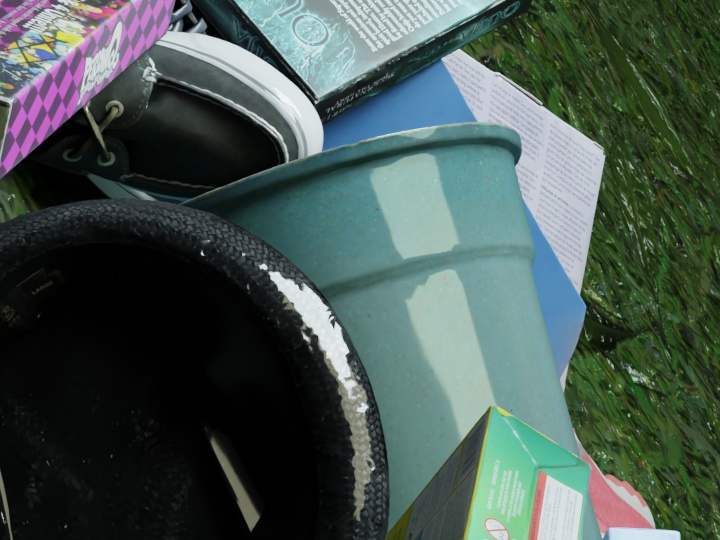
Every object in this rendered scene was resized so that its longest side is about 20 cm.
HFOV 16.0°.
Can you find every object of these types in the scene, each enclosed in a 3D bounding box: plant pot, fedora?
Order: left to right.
[{"bbox_3d":[-0.083,0.079,0.896,0.201,0.201,0.092,63,-10,13],"label":"fedora"},{"bbox_3d":[0.003,0.069,1.029,0.200,0.200,0.196,1,67,-66],"label":"plant pot"}]

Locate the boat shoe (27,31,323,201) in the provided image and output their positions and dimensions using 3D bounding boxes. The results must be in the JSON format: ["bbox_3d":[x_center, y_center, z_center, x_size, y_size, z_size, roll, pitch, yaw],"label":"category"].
[{"bbox_3d":[-0.115,-0.066,1.003,0.200,0.069,0.057,18,27,6],"label":"boat shoe"}]

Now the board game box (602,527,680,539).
[{"bbox_3d":[0.107,0.230,1.056,0.037,0.151,0.200,5,55,-8],"label":"board game box"}]

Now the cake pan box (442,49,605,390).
[{"bbox_3d":[0.049,-0.005,1.290,0.200,0.052,0.184,27,71,-52],"label":"cake pan box"}]

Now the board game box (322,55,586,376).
[{"bbox_3d":[0.000,0.000,1.167,0.200,0.158,0.039,59,-3,-6],"label":"board game box"}]

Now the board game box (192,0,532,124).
[{"bbox_3d":[-0.033,-0.167,1.152,0.135,0.028,0.200,-30,71,-28],"label":"board game box"}]

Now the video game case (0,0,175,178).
[{"bbox_3d":[-0.176,-0.099,0.909,0.181,0.036,0.200,17,22,6],"label":"video game case"}]

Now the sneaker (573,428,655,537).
[{"bbox_3d":[0.108,0.131,1.280,0.200,0.074,0.087,34,18,-49],"label":"sneaker"}]

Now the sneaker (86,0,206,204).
[{"bbox_3d":[-0.079,-0.102,1.056,0.202,0.146,0.077,37,48,-7],"label":"sneaker"}]

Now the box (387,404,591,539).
[{"bbox_3d":[0.003,0.153,0.876,0.048,0.200,0.117,33,30,-9],"label":"box"}]

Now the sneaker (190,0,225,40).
[{"bbox_3d":[-0.122,-0.130,1.197,0.070,0.082,0.200,-18,55,-40],"label":"sneaker"}]
